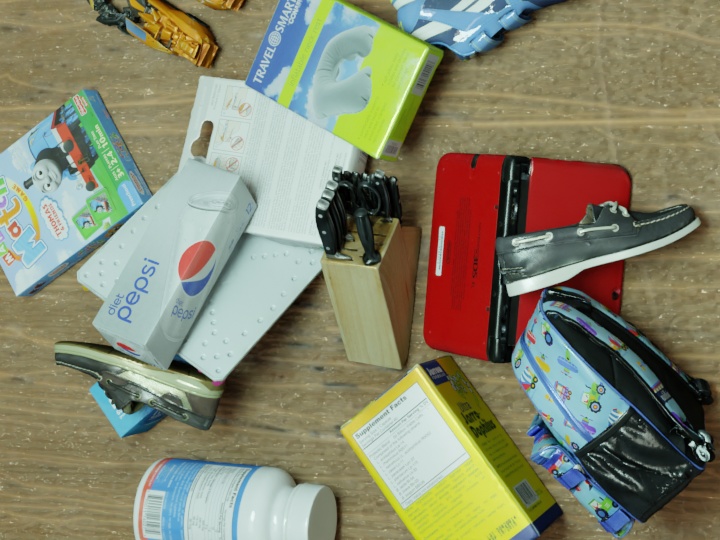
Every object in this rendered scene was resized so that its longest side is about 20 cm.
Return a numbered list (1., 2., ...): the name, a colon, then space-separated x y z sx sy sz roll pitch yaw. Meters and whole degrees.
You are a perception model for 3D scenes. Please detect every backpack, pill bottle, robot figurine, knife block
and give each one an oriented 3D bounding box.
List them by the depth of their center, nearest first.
1. backpack: 0.215 0.117 1.265 0.200 0.183 0.135 42 110 0
2. knife block: 0.000 0.000 1.363 0.063 0.175 0.203 8 95 21
3. pill bottle: -0.130 0.261 1.455 0.197 0.112 0.114 3 92 21
4. robot figurine: -0.224 -0.315 1.505 0.199 0.058 0.146 34 102 17

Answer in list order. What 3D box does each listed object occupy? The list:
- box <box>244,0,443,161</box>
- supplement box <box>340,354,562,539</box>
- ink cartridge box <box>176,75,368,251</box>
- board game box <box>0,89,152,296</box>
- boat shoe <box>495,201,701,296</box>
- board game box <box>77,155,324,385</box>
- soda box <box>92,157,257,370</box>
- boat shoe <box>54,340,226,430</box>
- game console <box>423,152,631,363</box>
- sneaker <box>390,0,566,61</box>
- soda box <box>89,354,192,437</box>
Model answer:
1. box: -0.027 -0.208 1.385 0.199 0.048 0.123 30 102 23
2. supplement box: 0.092 0.199 1.367 0.109 0.109 0.201 -39 79 17
3. ink cartridge box: -0.092 -0.113 1.449 0.198 0.050 0.163 9 81 24
4. board game box: -0.347 -0.087 1.571 0.199 0.037 0.152 -34 80 20
5. boat shoe: 0.223 -0.034 1.302 0.198 0.074 0.061 -19 91 -2
6. board game box: -0.160 -0.003 1.443 0.199 0.026 0.200 33 62 17
7. soda box: -0.182 -0.008 1.374 0.068 0.064 0.202 20 70 23
8. boat shoe: -0.239 0.119 1.446 0.198 0.073 0.066 13 91 21
9. game console: 0.163 -0.011 1.383 0.171 0.118 0.203 9 95 52
10. sneaker: 0.127 -0.253 1.365 0.198 0.074 0.084 -7 91 29
11. soda box: -0.197 0.095 1.503 0.200 0.064 0.068 -41 77 18
